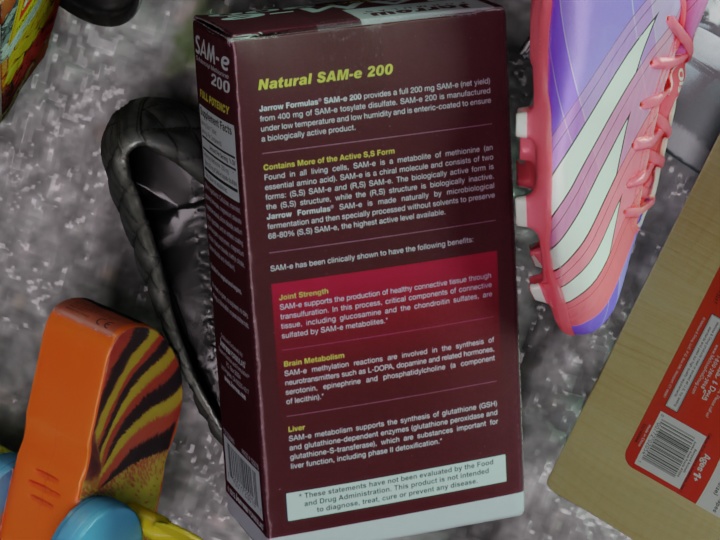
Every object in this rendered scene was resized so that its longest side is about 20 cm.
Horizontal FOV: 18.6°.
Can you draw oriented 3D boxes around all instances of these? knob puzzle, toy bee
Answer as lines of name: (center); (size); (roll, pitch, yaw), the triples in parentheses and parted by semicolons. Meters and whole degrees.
knob puzzle: (0.196, 0.055, 0.837); (0.219, 0.030, 0.221); (6, 105, 22)
toy bee: (-0.119, 0.110, 0.910); (0.131, 0.109, 0.200); (44, 105, 25)

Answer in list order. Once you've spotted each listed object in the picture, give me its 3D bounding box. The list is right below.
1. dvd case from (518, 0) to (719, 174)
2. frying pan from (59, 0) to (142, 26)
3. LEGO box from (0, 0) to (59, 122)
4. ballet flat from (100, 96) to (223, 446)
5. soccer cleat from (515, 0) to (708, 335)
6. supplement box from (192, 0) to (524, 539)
dvd case: (0.173, -0.123, 0.819); (0.146, 0.022, 0.200); (32, 110, -5)
frying pan: (-0.139, -0.171, 0.817); (0.031, 0.115, 0.190); (-39, 85, -26)
LEGO box: (-0.209, -0.132, 0.794); (0.200, 0.077, 0.149); (28, 152, -3)
ballet flat: (-0.053, 0.024, 0.882); (0.066, 0.057, 0.200); (-23, 106, 15)
soccer cleat: (0.093, -0.070, 0.807); (0.076, 0.067, 0.201); (-2, 109, 5)
supplement box: (0.000, 0.000, 0.837); (0.108, 0.061, 0.201); (-8, 106, -18)
